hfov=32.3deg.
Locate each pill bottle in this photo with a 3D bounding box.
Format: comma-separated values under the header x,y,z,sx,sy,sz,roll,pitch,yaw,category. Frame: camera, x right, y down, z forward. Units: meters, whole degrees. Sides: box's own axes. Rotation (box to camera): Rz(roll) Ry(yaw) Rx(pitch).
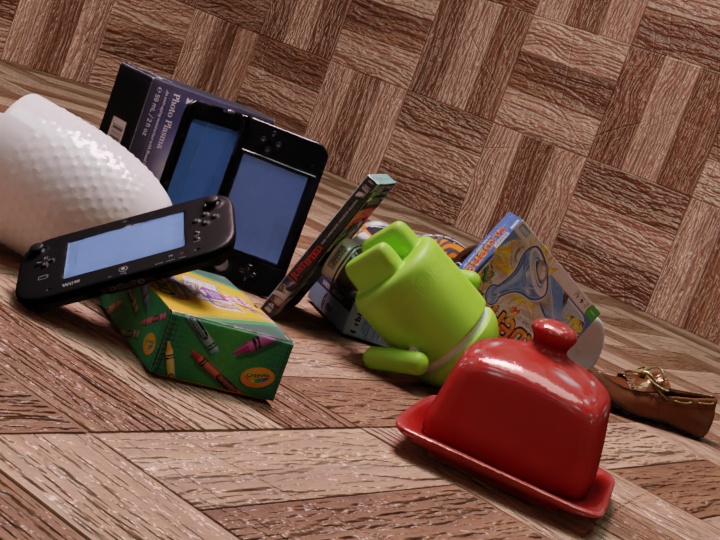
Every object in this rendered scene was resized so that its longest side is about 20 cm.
x,y,z,sx,sy,sz,roll,pitch,yaw,category
0.245,0.077,1.796,0.199,0.107,0.106,28,11,41,pill bottle

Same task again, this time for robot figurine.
x,y,z,sx,sy,sz,roll,pitch,yaw,category
0.074,0.045,1.385,0.200,0.115,0.176,48,43,-12,robot figurine

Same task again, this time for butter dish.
x,y,z,sx,sy,sz,roll,pitch,yaw,category
0.155,0.116,1.135,0.198,0.149,0.199,22,7,13,butter dish

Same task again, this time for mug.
x,y,z,sx,sy,sz,roll,pitch,yaw,category
-0.288,-0.060,1.268,0.174,0.149,0.200,29,-22,2,mug

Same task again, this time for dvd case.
x,y,z,sx,sy,sz,roll,pitch,yaw,category
-0.036,-0.032,1.474,0.022,0.201,0.146,39,10,4,dvd case

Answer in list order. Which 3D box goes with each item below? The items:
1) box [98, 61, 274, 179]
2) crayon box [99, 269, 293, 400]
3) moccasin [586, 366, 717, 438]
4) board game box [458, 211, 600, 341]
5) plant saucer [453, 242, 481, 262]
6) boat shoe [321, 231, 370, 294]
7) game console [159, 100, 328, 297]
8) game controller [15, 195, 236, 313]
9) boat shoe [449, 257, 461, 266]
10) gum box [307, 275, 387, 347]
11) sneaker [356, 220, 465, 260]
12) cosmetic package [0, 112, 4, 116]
x,y,z,sx,sy,sz,roll,pitch,yaw,category
-0.251,-0.152,1.702,0.197,0.202,0.123,15,9,-37,box
-0.153,0.045,1.126,0.118,0.059,0.200,16,9,-28,crayon box
0.400,0.167,1.704,0.199,0.078,0.074,20,8,-10,moccasin
0.204,0.040,1.578,0.200,0.136,0.034,44,-2,-33,board game box
0.229,0.029,1.884,0.198,0.201,0.030,23,50,14,plant saucer
0.000,0.000,1.521,0.063,0.071,0.200,36,8,5,boat shoe
-0.148,-0.079,1.469,0.174,0.202,0.116,21,8,-4,game console
-0.205,-0.016,1.096,0.198,0.043,0.105,-16,23,1,game controller
0.110,0.016,1.670,0.199,0.069,0.072,25,8,30,boat shoe
0.048,0.065,1.587,0.198,0.045,0.170,19,8,-21,gum box
0.093,-0.013,1.928,0.198,0.078,0.112,11,17,-17,sneaker
-0.404,-0.115,1.389,0.084,0.109,0.200,22,9,5,cosmetic package
